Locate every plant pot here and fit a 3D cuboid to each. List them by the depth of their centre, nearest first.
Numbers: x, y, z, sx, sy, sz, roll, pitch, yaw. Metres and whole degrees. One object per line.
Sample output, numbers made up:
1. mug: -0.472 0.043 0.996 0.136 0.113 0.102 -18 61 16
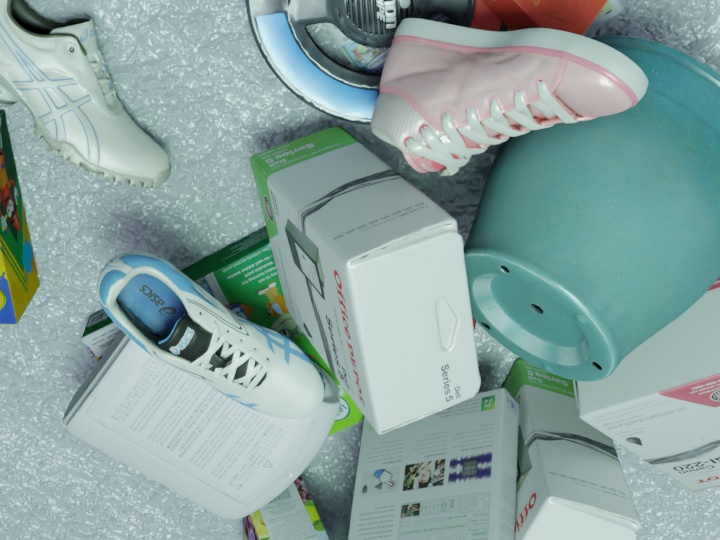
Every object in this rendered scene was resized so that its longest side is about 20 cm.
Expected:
1. plant pot: 0.171 -0.031 0.772 0.200 0.200 0.188 47 67 -20

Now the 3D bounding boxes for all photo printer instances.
1. photo printer: -0.129 0.117 0.919 0.200 0.070 0.167 33 111 -15

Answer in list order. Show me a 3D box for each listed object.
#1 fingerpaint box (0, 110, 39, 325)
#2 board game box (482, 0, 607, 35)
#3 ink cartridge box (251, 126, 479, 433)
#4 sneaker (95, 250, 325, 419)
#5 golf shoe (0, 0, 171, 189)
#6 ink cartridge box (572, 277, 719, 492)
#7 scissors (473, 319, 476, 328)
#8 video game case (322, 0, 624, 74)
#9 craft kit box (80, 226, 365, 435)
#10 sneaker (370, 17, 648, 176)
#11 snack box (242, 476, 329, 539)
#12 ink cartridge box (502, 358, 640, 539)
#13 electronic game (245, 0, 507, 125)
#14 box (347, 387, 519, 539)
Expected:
1. fingerpaint box: -0.387 -0.039 0.887 0.199 0.073 0.168 -1 117 2
2. board game box: 0.111 -0.271 0.740 0.200 0.040 0.153 39 82 -20
3. ink cartridge box: 0.000 0.000 0.792 0.084 0.200 0.146 -20 122 -15
4. sneaker: -0.115 0.059 0.817 0.200 0.073 0.072 34 106 -13
5. golf shoe: -0.222 -0.144 0.834 0.200 0.078 0.097 34 107 -17
6. ink cartridge box: 0.285 0.100 0.870 0.145 0.085 0.200 -24 141 35
7. scissors: 0.085 0.062 0.970 0.073 0.014 0.201 4 118 -4
8. video game case: 0.071 -0.219 0.819 0.200 0.022 0.182 -32 112 15
9. craft kit box: -0.113 0.085 0.967 0.199 0.049 0.198 -26 117 14
10. sneaker: 0.089 -0.105 0.715 0.075 0.200 0.105 31 80 -50
11. snack box: -0.051 0.321 0.978 0.067 0.200 0.169 -13 131 -19
12. ink cartridge box: 0.156 0.197 0.931 0.084 0.200 0.146 18 116 -9
13. electronic game: 0.014 -0.204 0.790 0.199 0.042 0.201 0 116 0
14. box: 0.058 0.202 0.880 0.144 0.201 0.036 -15 138 31
